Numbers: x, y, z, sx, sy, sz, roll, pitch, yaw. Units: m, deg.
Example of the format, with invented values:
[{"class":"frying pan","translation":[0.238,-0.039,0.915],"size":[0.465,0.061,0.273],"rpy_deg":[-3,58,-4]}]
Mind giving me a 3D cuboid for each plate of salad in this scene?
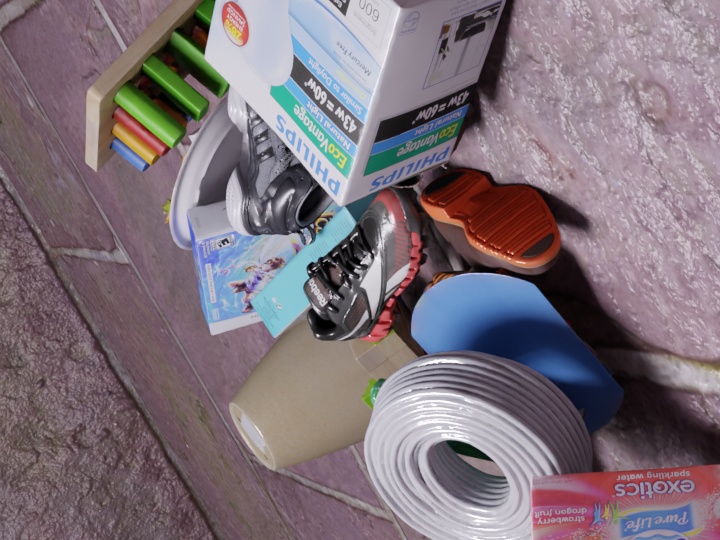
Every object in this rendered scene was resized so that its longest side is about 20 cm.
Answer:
[{"class":"plate of salad","translation":[-0.151,-0.117,1.653],"size":[0.048,0.201,0.201],"rpy_deg":[27,152,18]}]

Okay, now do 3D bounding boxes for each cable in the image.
[{"class":"cable","translation":[0.099,0.157,1.323],"size":[0.198,0.069,0.201],"rpy_deg":[21,135,15]}]

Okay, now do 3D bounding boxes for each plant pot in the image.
[{"class":"plant pot","translation":[-0.049,0.137,1.803],"size":[0.188,0.199,0.188],"rpy_deg":[48,159,25]}]

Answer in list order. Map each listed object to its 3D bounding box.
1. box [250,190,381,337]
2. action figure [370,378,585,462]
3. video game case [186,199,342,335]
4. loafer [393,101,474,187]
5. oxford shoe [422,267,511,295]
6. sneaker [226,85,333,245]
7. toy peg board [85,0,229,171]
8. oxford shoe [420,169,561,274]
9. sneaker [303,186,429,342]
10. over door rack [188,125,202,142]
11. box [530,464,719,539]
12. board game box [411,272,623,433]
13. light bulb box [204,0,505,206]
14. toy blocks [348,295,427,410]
[{"class":"box","translation":[-0.029,-0.009,1.584],"size":[0.049,0.082,0.200],"rpy_deg":[54,135,7]},{"class":"action figure","translation":[0.101,0.130,1.386],"size":[0.198,0.055,0.119],"rpy_deg":[12,139,16]},{"class":"video game case","translation":[-0.089,-0.018,1.678],"size":[0.201,0.179,0.046],"rpy_deg":[90,160,-59]},{"class":"loafer","translation":[0.026,-0.110,1.363],"size":[0.072,0.072,0.200],"rpy_deg":[23,164,-18]},{"class":"oxford shoe","translation":[0.091,0.031,1.464],"size":[0.073,0.071,0.200],"rpy_deg":[37,158,9]},{"class":"sneaker","translation":[-0.069,-0.125,1.517],"size":[0.113,0.075,0.203],"rpy_deg":[16,108,35]},{"class":"toy peg board","translation":[-0.196,-0.191,1.670],"size":[0.098,0.200,0.199],"rpy_deg":[39,159,4]},{"class":"oxford shoe","translation":[0.122,-0.029,1.327],"size":[0.073,0.071,0.200],"rpy_deg":[61,171,-27]},{"class":"sneaker","translation":[0.000,0.000,1.443],"size":[0.071,0.097,0.201],"rpy_deg":[61,148,31]},{"class":"over door rack","translation":[-0.142,-0.101,1.857],"size":[0.149,0.066,0.200],"rpy_deg":[63,160,-15]},{"class":"box","translation":[0.236,0.224,1.220],"size":[0.095,0.197,0.103],"rpy_deg":[76,-166,-45]},{"class":"board game box","translation":[0.141,0.067,1.371],"size":[0.157,0.039,0.200],"rpy_deg":[-23,116,45]},{"class":"light bulb box","translation":[-0.007,-0.198,1.204],"size":[0.198,0.124,0.201],"rpy_deg":[47,141,26]},{"class":"toy blocks","translation":[0.038,0.079,1.649],"size":[0.200,0.100,0.137],"rpy_deg":[46,-167,-38]}]
